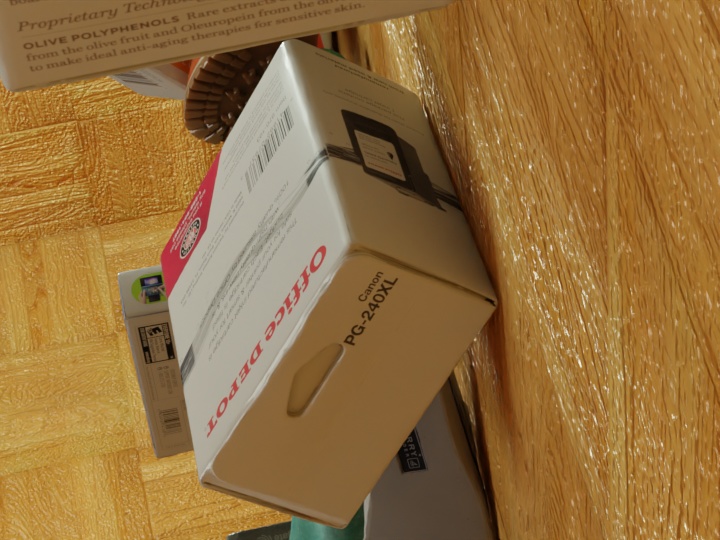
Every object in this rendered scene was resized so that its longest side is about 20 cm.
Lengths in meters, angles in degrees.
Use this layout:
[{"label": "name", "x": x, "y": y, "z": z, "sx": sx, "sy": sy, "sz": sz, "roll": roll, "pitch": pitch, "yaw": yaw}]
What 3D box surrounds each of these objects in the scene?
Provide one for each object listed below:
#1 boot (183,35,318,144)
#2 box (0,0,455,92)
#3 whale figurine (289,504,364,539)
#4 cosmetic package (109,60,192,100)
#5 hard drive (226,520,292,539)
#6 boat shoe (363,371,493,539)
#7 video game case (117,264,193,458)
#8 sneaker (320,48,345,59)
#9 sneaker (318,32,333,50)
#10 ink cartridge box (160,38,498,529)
[{"label": "boot", "x": -0.064, "y": -0.173, "z": 1.563, "sx": 0.107, "sy": 0.075, "sz": 0.200, "roll": -105, "pitch": 31, "yaw": -43}, {"label": "box", "x": -0.076, "y": -0.213, "z": 1.001, "sx": 0.172, "sy": 0.199, "sz": 0.200, "roll": 82, "pitch": 176, "yaw": -57}, {"label": "whale figurine", "x": -0.007, "y": 0.153, "z": 1.503, "sx": 0.159, "sy": 0.103, "sz": 0.200, "roll": -106, "pitch": -8, "yaw": -47}, {"label": "cosmetic package", "x": -0.121, "y": -0.221, "z": 1.616, "sx": 0.101, "sy": 0.071, "sz": 0.201, "roll": 27, "pitch": -103, "yaw": -51}, {"label": "hard drive", "x": 0.000, "y": 0.249, "z": 1.591, "sx": 0.033, "sy": 0.139, "sz": 0.201, "roll": 85, "pitch": 173, "yaw": -60}, {"label": "boat shoe", "x": 0.028, "y": 0.094, "z": 1.314, "sx": 0.066, "sy": 0.072, "sz": 0.201, "roll": -72, "pitch": -31, "yaw": -61}, {"label": "video game case", "x": -0.078, "y": 0.056, "z": 1.846, "sx": 0.200, "sy": 0.180, "sz": 0.046, "roll": 86, "pitch": 173, "yaw": -56}, {"label": "sneaker", "x": -0.025, "y": -0.068, "z": 1.576, "sx": 0.200, "sy": 0.077, "sz": 0.080, "roll": 84, "pitch": -177, "yaw": -49}, {"label": "sneaker", "x": -0.059, "y": -0.149, "z": 1.720, "sx": 0.077, "sy": 0.082, "sz": 0.201, "roll": -106, "pitch": 7, "yaw": -50}, {"label": "ink cartridge box", "x": -0.022, "y": 0.005, "z": 1.194, "sx": 0.145, "sy": 0.083, "sz": 0.200, "roll": -57, "pitch": 26, "yaw": 24}]
